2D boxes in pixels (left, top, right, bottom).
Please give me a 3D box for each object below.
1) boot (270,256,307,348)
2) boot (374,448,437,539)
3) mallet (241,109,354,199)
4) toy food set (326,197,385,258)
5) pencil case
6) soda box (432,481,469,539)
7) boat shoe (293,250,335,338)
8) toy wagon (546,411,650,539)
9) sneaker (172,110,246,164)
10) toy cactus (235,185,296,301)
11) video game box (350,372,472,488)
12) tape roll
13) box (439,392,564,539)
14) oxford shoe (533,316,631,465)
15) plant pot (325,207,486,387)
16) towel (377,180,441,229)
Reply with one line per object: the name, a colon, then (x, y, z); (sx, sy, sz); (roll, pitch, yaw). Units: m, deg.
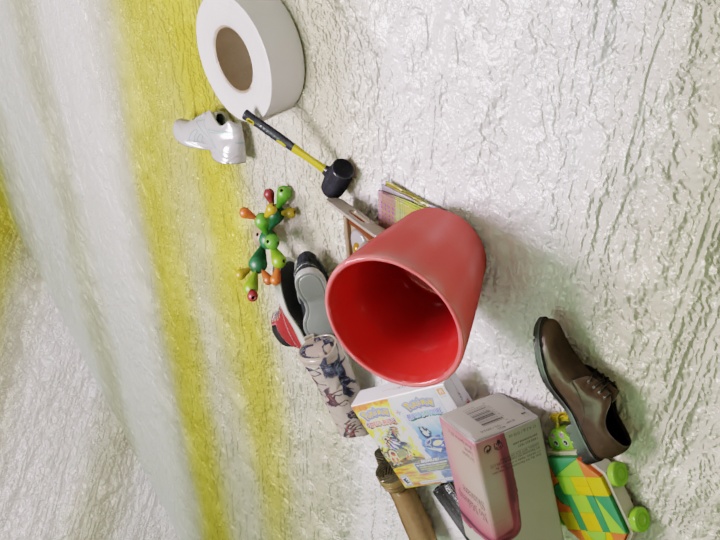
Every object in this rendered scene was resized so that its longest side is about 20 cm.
boot: (-0.144, 0.064, 1.589); (0.143, 0.072, 0.204); (11, 127, 51)
boot: (0.092, 0.428, 1.511); (0.175, 0.065, 0.204); (-98, -14, -81)
mallet: (-0.101, -0.182, 1.313); (0.197, 0.041, 0.066); (31, 147, 5)
toy food set: (0.000, 0.000, 1.316); (0.143, 0.060, 0.204); (37, 141, 43)
pencil case: (-0.043, 0.208, 1.523); (0.089, 0.077, 0.203); (21, 141, 57)
soda box: (0.209, 0.422, 1.383); (0.202, 0.063, 0.071); (54, 147, 11)
boat shoe: (-0.075, 0.051, 1.492); (0.203, 0.074, 0.061); (84, 178, -46)
toy wagon: (0.308, 0.295, 1.173); (0.154, 0.039, 0.203); (-20, 98, 57)
sneaker: (-0.272, -0.256, 1.531); (0.198, 0.070, 0.082); (25, 119, 38)
toy cactus: (-0.175, -0.055, 1.492); (0.165, 0.100, 0.205); (-142, 61, -76)
video game box: (0.107, 0.255, 1.335); (0.198, 0.047, 0.184); (-21, 108, 40)
tape roll: (-0.174, -0.340, 1.318); (0.201, 0.070, 0.206); (33, 138, 35)
box: (0.202, 0.301, 1.212); (0.128, 0.107, 0.205); (-157, 52, -70)
oxford shoe: (0.287, 0.144, 1.075); (0.084, 0.072, 0.203); (-26, 95, 40)
plant pot: (0.076, 0.020, 1.122); (0.196, 0.178, 0.204); (16, 130, 21)
towel: (0.084, -0.023, 1.254); (0.142, 0.023, 0.204); (29, 136, 39)
